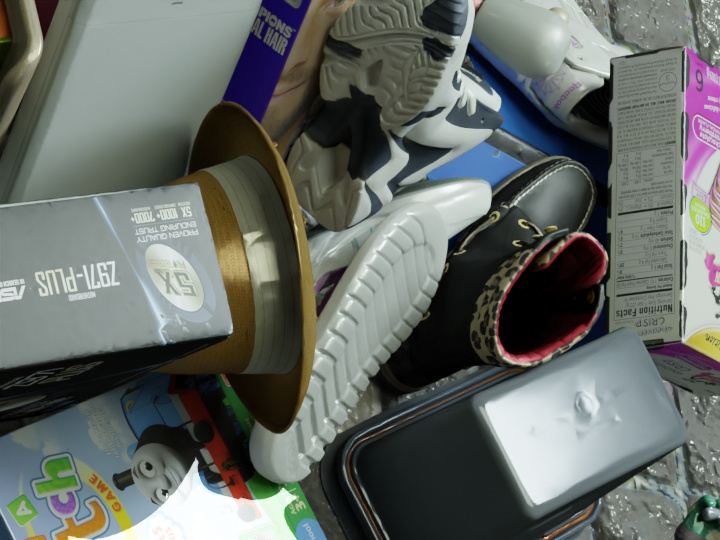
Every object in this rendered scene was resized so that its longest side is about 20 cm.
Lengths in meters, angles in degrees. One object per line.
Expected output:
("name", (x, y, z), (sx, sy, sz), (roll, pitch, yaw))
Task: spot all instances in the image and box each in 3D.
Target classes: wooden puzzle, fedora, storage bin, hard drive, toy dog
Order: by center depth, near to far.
("fedora", (-0.089, 0.002, 1.511), (0.081, 0.201, 0.202), (-8, 72, -20))
("wooden puzzle", (-0.224, -0.162, 1.529), (0.037, 0.185, 0.201), (-3, 70, -20))
("hard drive", (-0.139, -0.087, 1.545), (0.131, 0.201, 0.026), (-10, 47, -40))
("storage bin", (0.102, 0.122, 1.665), (0.199, 0.134, 0.146), (-21, 82, -41))
("toy dog", (0.055, -0.201, 1.700), (0.200, 0.132, 0.096), (50, 52, -3))

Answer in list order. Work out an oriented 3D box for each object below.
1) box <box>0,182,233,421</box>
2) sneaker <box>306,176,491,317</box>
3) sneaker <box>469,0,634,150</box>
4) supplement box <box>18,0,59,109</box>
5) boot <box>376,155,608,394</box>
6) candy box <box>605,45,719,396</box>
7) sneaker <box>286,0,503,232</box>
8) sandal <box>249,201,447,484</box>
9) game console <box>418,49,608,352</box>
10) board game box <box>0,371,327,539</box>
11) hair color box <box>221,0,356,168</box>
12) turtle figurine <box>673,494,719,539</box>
("box", (-0.192, 0.027, 1.435), (0.163, 0.200, 0.087), (-8, 80, -40))
("sneaker", (0.000, 0.000, 1.684), (0.199, 0.070, 0.081), (-26, 99, -22))
("sneaker", (0.127, -0.153, 1.832), (0.200, 0.075, 0.100), (37, 19, -2))
("supplement box", (-0.124, -0.182, 1.646), (0.200, 0.131, 0.104), (-32, 88, -42))
("boot", (0.106, -0.002, 1.681), (0.200, 0.150, 0.073), (-42, 104, -24))
("candy box", (0.218, -0.030, 1.775), (0.136, 0.061, 0.202), (23, 65, -53))
("sneaker", (0.041, -0.118, 1.608), (0.079, 0.200, 0.129), (38, 44, 19))
("sandal", (-0.016, 0.033, 1.609), (0.203, 0.050, 0.083), (-55, 146, -27))
("game console", (0.098, -0.049, 1.826), (0.199, 0.118, 0.172), (27, 85, -24))
("board game box", (-0.121, 0.142, 1.547), (0.199, 0.037, 0.152), (-23, 83, -42))
("hair color box", (-0.044, -0.124, 1.622), (0.065, 0.201, 0.109), (38, 36, 22))
("turtle figurine", (0.214, 0.233, 1.720), (0.199, 0.101, 0.150), (-13, 60, -25))
